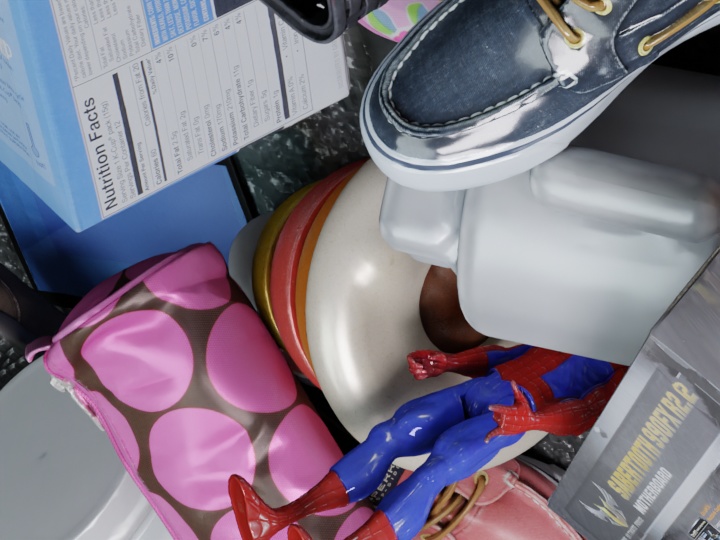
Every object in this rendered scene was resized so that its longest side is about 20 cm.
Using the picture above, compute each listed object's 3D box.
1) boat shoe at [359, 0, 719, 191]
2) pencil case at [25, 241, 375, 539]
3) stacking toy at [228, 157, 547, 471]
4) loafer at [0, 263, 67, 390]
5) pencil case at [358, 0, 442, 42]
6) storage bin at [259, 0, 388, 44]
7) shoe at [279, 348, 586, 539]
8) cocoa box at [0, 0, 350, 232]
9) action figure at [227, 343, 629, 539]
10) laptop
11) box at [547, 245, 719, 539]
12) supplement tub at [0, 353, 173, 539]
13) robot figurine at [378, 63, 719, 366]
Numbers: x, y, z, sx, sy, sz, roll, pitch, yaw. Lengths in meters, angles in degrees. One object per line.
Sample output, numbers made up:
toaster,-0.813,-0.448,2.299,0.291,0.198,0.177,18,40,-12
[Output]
boat shoe,0.079,-0.105,0.974,0.071,0.200,0.091,60,-176,23
pencil case,-0.055,0.088,1.219,0.201,0.093,0.091,58,175,-4
stacking toy,0.000,0.000,1.229,0.200,0.146,0.147,15,138,58
loafer,-0.138,0.057,1.428,0.073,0.071,0.200,-27,125,29
pencil case,0.060,-0.156,1.032,0.087,0.087,0.200,39,143,4
storage bin,-0.025,-0.191,0.920,0.135,0.094,0.200,40,157,31
shoe,0.027,0.100,1.286,0.200,0.091,0.072,35,104,15
cocoa box,-0.117,-0.134,1.119,0.200,0.131,0.134,40,150,44
action figure,0.046,0.056,1.109,0.065,0.199,0.052,30,138,48
laptop,-0.152,-0.026,1.331,0.177,0.200,0.104,7,94,37
box,0.155,0.088,1.003,0.158,0.048,0.200,40,160,9
supplement tub,-0.085,0.135,1.347,0.144,0.146,0.200,-2,147,43
robot figurine,0.110,-0.020,1.074,0.199,0.170,0.114,12,91,13
